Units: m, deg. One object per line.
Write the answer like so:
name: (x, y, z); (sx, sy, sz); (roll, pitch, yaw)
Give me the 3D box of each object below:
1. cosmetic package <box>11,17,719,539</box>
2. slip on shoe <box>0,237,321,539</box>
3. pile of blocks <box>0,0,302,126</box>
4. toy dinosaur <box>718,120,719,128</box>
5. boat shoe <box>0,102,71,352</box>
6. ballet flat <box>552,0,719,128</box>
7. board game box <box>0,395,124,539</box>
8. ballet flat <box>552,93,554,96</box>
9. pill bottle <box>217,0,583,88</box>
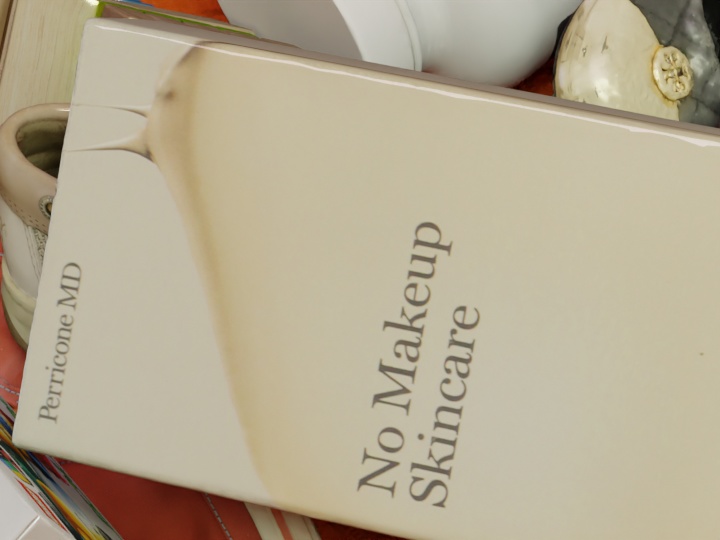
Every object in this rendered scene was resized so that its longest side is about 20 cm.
cosmetic package: (0.031, 0.010, 0.687); (0.199, 0.073, 0.104); (10, 95, 12)
slip on shoe: (-0.064, 0.052, 0.811); (0.061, 0.074, 0.200); (-37, 54, -14)
pile of blocks: (-0.085, -0.051, 0.883); (0.082, 0.063, 0.200); (8, 9, -40)
toy dinosaur: (0.114, -0.046, 0.787); (0.060, 0.201, 0.106); (9, 20, -3)
boat shoe: (0.000, 0.000, 0.759); (0.199, 0.065, 0.072); (12, 42, 16)
ballet flat: (0.131, -0.073, 0.850); (0.199, 0.067, 0.057); (-19, 9, -37)
board game box: (-0.118, 0.026, 0.735); (0.035, 0.126, 0.200); (-42, 60, -3)
ballet flat: (0.055, 0.043, 0.821); (0.071, 0.072, 0.201); (10, 57, 11)
pill bottle: (0.051, -0.129, 0.903); (0.200, 0.113, 0.112); (-38, 60, -21)
